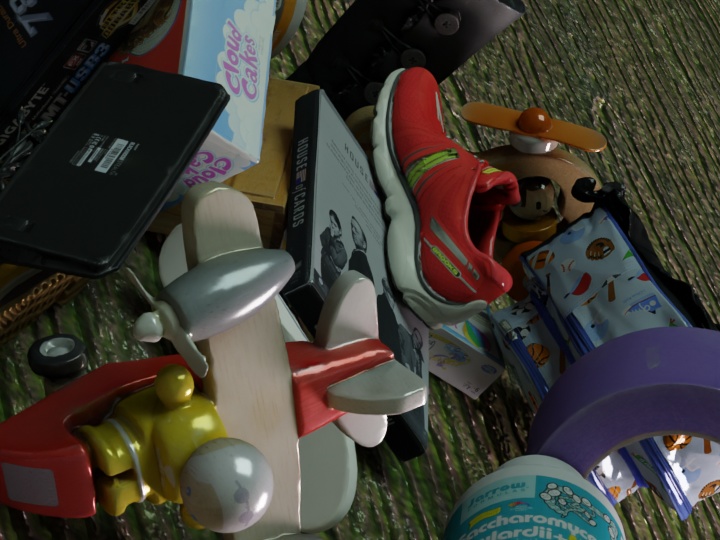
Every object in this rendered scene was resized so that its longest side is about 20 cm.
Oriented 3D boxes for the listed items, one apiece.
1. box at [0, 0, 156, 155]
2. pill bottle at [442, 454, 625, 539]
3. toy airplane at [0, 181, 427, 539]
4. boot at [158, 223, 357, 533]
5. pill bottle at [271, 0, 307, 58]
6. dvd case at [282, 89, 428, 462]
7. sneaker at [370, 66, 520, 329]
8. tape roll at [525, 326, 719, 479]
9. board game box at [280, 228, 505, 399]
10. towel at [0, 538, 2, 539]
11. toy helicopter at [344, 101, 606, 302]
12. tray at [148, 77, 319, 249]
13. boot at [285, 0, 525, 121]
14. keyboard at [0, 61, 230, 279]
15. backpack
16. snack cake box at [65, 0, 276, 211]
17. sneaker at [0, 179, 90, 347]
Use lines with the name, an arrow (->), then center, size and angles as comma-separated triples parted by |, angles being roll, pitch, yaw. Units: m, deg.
box -> -0.199, -0.205, 1.461 | 0.050, 0.198, 0.201 | 13, 38, -54
pill bottle -> 0.097, 0.184, 1.409 | 0.111, 0.111, 0.200 | 39, 22, -12
toy airplane -> -0.060, 0.079, 1.206 | 0.199, 0.199, 0.141 | 34, 14, -26
boot -> -0.047, 0.064, 1.431 | 0.201, 0.072, 0.090 | 66, 10, 20
pill bottle -> -0.140, -0.198, 1.633 | 0.199, 0.117, 0.117 | 0, 47, -42
dvd case -> 0.000, 0.000, 1.539 | 0.151, 0.025, 0.201 | 56, 21, -32
sneaker -> 0.061, -0.052, 1.598 | 0.077, 0.084, 0.201 | 46, 28, -50
tape roll -> 0.197, 0.143, 1.533 | 0.200, 0.200, 0.085 | 40, 23, -10
board game box -> 0.006, -0.009, 1.686 | 0.199, 0.034, 0.135 | 33, 25, -27
towel -> -0.206, 0.145, 1.073 | 0.144, 0.023, 0.200 | 44, 22, -4
toy helicopter -> 0.081, -0.070, 1.710 | 0.199, 0.133, 0.079 | 21, 34, -20
tray -> -0.086, -0.077, 1.585 | 0.098, 0.037, 0.200 | 10, 25, 1
boot -> 0.044, -0.130, 1.739 | 0.164, 0.200, 0.066 | 33, 25, -25
keyboard -> -0.144, -0.049, 1.297 | 0.103, 0.040, 0.200 | 15, 33, 9
backpack -> 0.186, 0.070, 1.656 | 0.200, 0.154, 0.191 | 50, -1, -34
snack cake box -> -0.111, -0.142, 1.467 | 0.067, 0.115, 0.201 | 30, 52, -38
sneaker -> -0.185, -0.025, 1.338 | 0.090, 0.075, 0.200 | 45, 21, 1
